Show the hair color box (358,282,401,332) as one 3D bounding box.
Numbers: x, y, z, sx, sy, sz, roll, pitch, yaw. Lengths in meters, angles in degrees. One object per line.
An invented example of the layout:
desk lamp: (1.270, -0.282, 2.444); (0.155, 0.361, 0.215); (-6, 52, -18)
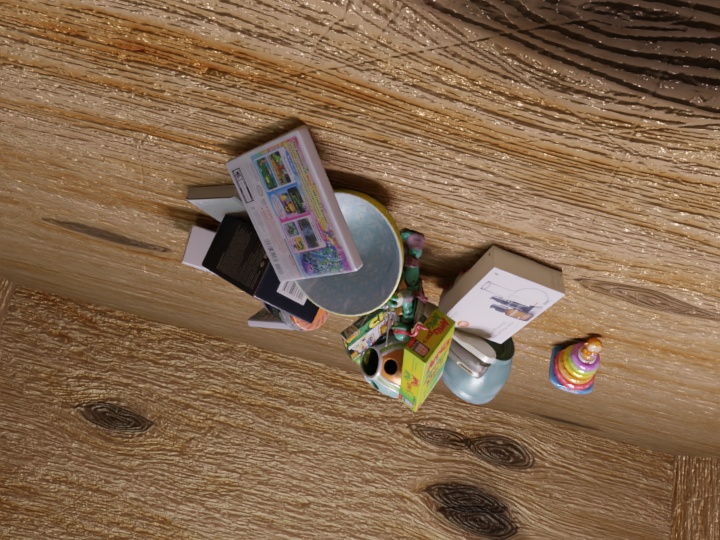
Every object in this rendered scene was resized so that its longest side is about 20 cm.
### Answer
hair color box: (0.045, 0.064, 1.179); (0.062, 0.115, 0.200); (4, 161, 24)

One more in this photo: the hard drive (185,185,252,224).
hard drive: (-0.221, -0.101, 1.029); (0.128, 0.027, 0.199); (3, 160, 32)

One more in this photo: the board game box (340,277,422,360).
board game box: (0.048, 0.098, 1.093); (0.023, 0.197, 0.106); (45, 164, 32)

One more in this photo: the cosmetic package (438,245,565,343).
cosmetic package: (0.251, 0.052, 0.977); (0.146, 0.053, 0.201); (20, 142, -12)

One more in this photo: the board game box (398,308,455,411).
board game box: (0.121, 0.173, 1.001); (0.047, 0.102, 0.203); (32, 149, 22)

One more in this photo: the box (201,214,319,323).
box: (-0.169, -0.004, 0.970); (0.197, 0.110, 0.147); (21, 173, 44)

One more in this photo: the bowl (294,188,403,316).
bowl: (-0.015, -0.042, 0.866); (0.192, 0.207, 0.108); (9, -155, 14)

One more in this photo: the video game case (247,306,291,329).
video game case: (-0.175, 0.098, 1.408); (0.195, 0.181, 0.023); (-2, 114, 40)

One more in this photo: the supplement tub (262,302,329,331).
supplement tub: (-0.151, 0.066, 1.246); (0.120, 0.126, 0.198); (23, 178, -30)

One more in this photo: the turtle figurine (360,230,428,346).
turtle figurine: (0.070, 0.044, 0.940); (0.098, 0.207, 0.149); (18, 163, -16)

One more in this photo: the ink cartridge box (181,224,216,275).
ink cartridge box: (-0.285, -0.025, 1.174); (0.193, 0.087, 0.146); (18, 175, -14)

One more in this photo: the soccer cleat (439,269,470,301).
soccer cleat: (0.208, 0.057, 1.083); (0.067, 0.080, 0.200); (15, 163, -5)

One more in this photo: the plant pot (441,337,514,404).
plant pot: (0.298, 0.204, 1.319); (0.194, 0.205, 0.135); (19, 136, -17)

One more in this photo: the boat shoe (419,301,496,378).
boat shoe: (0.173, 0.132, 1.059); (0.200, 0.062, 0.071); (38, -153, 24)

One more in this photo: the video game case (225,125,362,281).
video game case: (-0.099, -0.084, 0.769); (0.178, 0.024, 0.206); (-7, 112, 44)

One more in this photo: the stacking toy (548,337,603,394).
stacking toy: (0.543, 0.215, 1.300); (0.112, 0.113, 0.202); (14, 152, 8)

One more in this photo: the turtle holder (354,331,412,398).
turtle holder: (0.063, 0.194, 1.173); (0.128, 0.145, 0.186); (10, -156, -32)
